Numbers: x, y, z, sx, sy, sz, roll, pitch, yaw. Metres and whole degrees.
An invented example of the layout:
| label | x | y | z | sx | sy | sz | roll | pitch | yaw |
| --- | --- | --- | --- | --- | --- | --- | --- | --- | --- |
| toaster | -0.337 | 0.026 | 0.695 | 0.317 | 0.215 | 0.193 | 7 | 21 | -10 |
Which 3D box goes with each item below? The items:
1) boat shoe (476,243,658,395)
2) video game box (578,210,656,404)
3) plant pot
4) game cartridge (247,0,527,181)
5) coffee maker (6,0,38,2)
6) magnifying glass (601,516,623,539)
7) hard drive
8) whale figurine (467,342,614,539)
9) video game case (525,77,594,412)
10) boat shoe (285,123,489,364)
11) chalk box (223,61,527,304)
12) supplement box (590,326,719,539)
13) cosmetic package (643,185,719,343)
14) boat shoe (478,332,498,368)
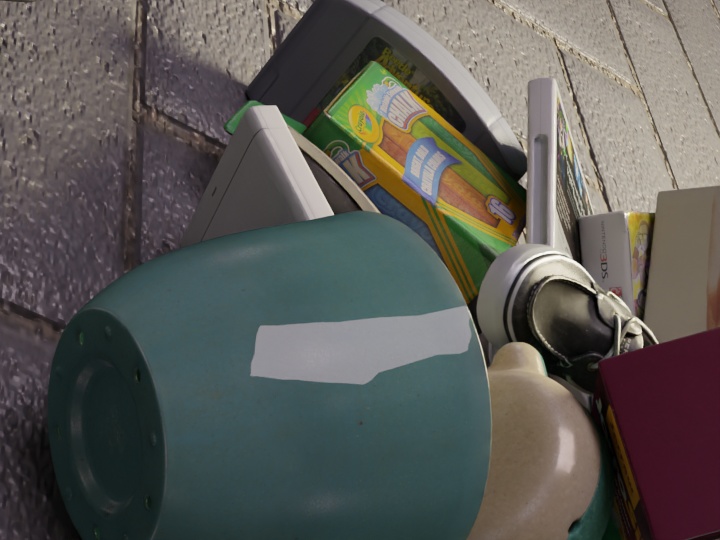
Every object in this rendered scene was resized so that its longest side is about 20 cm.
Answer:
| label | x | y | z | sx | sy | sz | roll | pitch | yaw |
| --- | --- | --- | --- | --- | --- | --- | --- | --- | --- |
| boat shoe | 0.144 | 0.039 | 0.999 | 0.071 | 0.072 | 0.200 | 24 | -3 | 38 |
| video game box | 0.231 | 0.049 | 1.222 | 0.200 | 0.047 | 0.182 | 1 | 87 | -55 |
| plant pot | -0.060 | 0.073 | 0.817 | 0.161 | 0.201 | 0.201 | -5 | 53 | -35 |
| game cartridge | 0.022 | -0.111 | 1.197 | 0.200 | 0.133 | 0.041 | 44 | 29 | 4 |
| coffee maker | -0.297 | -0.227 | 0.970 | 0.192 | 0.135 | 0.200 | 48 | 30 | 11 |
| magnifying glass | 0.147 | 0.158 | 1.018 | 0.200 | 0.022 | 0.080 | -107 | -178 | -50 |
| hard drive | -0.043 | 0.021 | 0.952 | 0.027 | 0.132 | 0.200 | -5 | 52 | -34 |
| whale figurine | 0.060 | 0.115 | 0.940 | 0.200 | 0.159 | 0.104 | 23 | -18 | 48 |
| video game case | 0.143 | -0.007 | 1.151 | 0.200 | 0.023 | 0.182 | 60 | 30 | -58 |
| boat shoe | 0.000 | 0.000 | 1.006 | 0.200 | 0.063 | 0.073 | 51 | 0 | -15 |
| chalk box | 0.000 | -0.052 | 1.103 | 0.200 | 0.124 | 0.124 | 40 | 30 | -4 |
| supplement box | 0.189 | 0.119 | 0.949 | 0.200 | 0.086 | 0.110 | 74 | 1 | -69 |
| cosmetic package | 0.257 | 0.049 | 1.142 | 0.103 | 0.087 | 0.200 | 35 | 58 | -49 |
| boat shoe | 0.103 | 0.112 | 1.015 | 0.072 | 0.069 | 0.200 | 27 | 32 | -24 |
